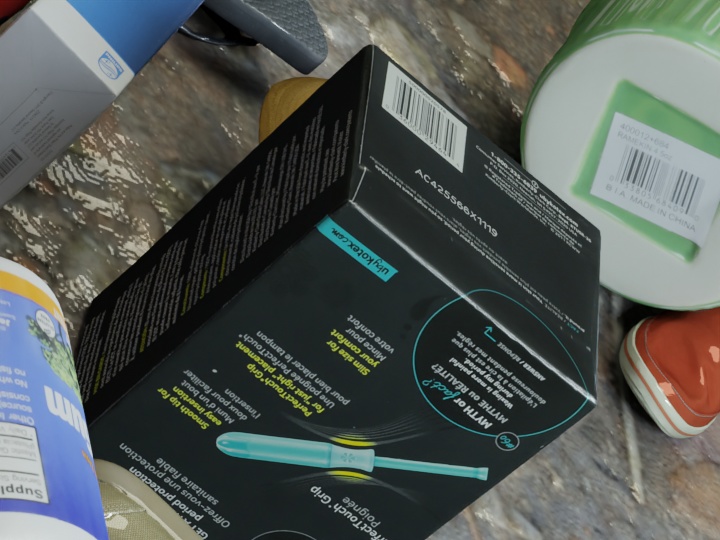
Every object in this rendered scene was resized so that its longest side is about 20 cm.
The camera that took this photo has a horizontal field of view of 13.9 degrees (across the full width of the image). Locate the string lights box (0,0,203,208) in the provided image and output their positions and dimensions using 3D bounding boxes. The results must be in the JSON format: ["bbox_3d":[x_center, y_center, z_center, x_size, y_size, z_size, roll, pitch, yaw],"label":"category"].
[{"bbox_3d":[-0.133,-0.111,1.417,0.059,0.103,0.200,45,29,-8],"label":"string lights box"}]

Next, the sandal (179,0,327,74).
[{"bbox_3d":[-0.105,-0.166,1.591,0.200,0.043,0.076,33,25,-9],"label":"sandal"}]

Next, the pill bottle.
[{"bbox_3d":[-0.153,0.101,1.137,0.112,0.112,0.201,21,40,-39],"label":"pill bottle"}]

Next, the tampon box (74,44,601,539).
[{"bbox_3d":[-0.013,0.034,1.313,0.150,0.200,0.127,39,31,-20],"label":"tampon box"}]

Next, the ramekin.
[{"bbox_3d":[0.190,-0.075,1.721,0.200,0.200,0.098,49,37,-1],"label":"ramekin"}]

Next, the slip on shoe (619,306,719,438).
[{"bbox_3d":[0.210,0.044,1.739,0.074,0.061,0.200,55,31,7],"label":"slip on shoe"}]

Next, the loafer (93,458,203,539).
[{"bbox_3d":[-0.065,0.164,1.229,0.200,0.076,0.067,37,31,-1],"label":"loafer"}]

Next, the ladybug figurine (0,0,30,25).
[{"bbox_3d":[-0.201,-0.147,1.365,0.200,0.135,0.072,-47,133,-53],"label":"ladybug figurine"}]

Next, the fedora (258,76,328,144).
[{"bbox_3d":[0.000,0.000,1.489,0.200,0.082,0.201,35,36,-31],"label":"fedora"}]
